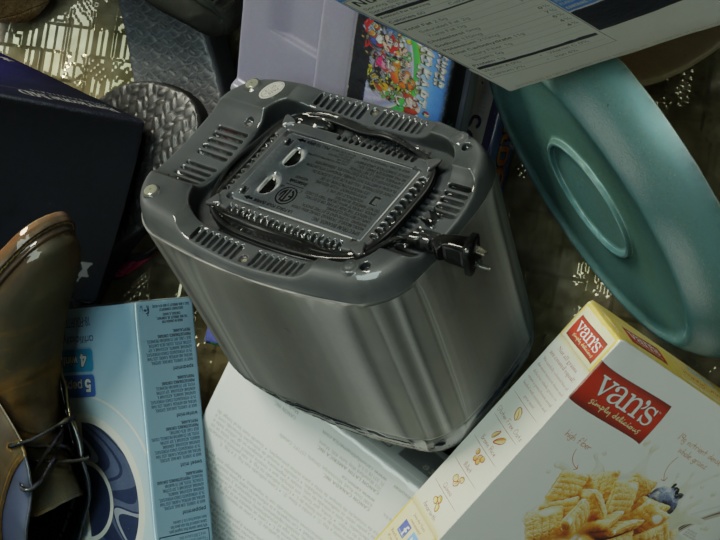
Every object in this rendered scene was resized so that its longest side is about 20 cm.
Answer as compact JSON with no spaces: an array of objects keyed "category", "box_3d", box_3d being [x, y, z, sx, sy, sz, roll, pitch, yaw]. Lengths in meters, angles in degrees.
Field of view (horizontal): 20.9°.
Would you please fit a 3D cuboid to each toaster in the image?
[{"category":"toaster","box_3d":[0.000,0.000,0.912,0.199,0.130,0.114,18,56,36]}]

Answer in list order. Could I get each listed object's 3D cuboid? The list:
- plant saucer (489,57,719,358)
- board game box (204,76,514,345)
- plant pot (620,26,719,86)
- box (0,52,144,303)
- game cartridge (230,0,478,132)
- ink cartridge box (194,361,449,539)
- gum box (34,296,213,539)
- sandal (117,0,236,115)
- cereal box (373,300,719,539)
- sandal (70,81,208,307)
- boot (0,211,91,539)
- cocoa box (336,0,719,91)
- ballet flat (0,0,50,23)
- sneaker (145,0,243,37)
[{"category":"plant saucer","box_3d":[0.114,-0.038,0.896,0.027,0.200,0.201,-34,75,-6]},{"category":"board game box","box_3d":[0.005,-0.041,1.025,0.134,0.034,0.202,17,95,22]},{"category":"plant pot","box_3d":[0.103,-0.221,0.931,0.200,0.187,0.188,45,104,30]},{"category":"box","box_3d":[-0.236,-0.067,1.033,0.199,0.147,0.105,25,102,40]},{"category":"game cartridge","box_3d":[-0.001,-0.113,0.930,0.129,0.038,0.201,35,142,23]},{"category":"ink cartridge box","box_3d":[-0.031,0.155,1.026,0.162,0.050,0.201,36,122,15]},{"category":"gum box","box_3d":[-0.151,0.120,1.041,0.169,0.044,0.202,-6,89,42]},{"category":"sandal","box_3d":[-0.102,-0.166,1.078,0.076,0.043,0.202,-1,97,29]},{"category":"cereal box","box_3d":[0.094,0.124,0.929,0.200,0.143,0.040,-49,37,14]},{"category":"sandal","box_3d":[-0.139,-0.028,1.077,0.075,0.045,0.200,53,125,24]},{"category":"boot","box_3d":[-0.158,0.069,0.975,0.097,0.074,0.201,43,130,21]},{"category":"cocoa box","box_3d":[0.068,-0.195,0.759,0.133,0.131,0.202,-16,67,36]},{"category":"ballet flat","box_3d":[-0.185,-0.239,1.092,0.067,0.072,0.201,21,95,23]},{"category":"sneaker","box_3d":[-0.144,-0.182,1.030,0.200,0.076,0.091,40,121,9]}]
